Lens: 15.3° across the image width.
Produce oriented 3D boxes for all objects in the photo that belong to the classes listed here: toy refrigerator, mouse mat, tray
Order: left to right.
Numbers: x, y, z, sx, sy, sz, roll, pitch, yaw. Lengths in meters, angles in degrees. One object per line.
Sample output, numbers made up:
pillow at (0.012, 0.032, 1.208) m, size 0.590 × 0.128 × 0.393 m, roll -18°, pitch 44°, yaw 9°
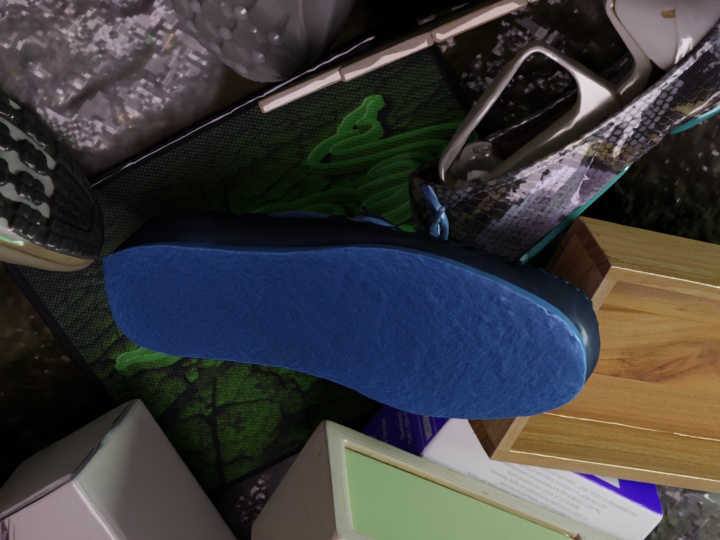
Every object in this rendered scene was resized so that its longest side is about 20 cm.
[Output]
mouse mat at (-0.028, 0.002, 1.095) m, size 0.199 × 0.008 × 0.161 m, roll -27°, pitch 120°, yaw 11°
toy refrigerator at (0.061, 0.136, 1.069) m, size 0.199 × 0.076 × 0.070 m, roll 24°, pitch 118°, yaw -19°
tray at (0.148, 0.041, 1.083) m, size 0.199 × 0.037 × 0.099 m, roll 11°, pitch 123°, yaw -32°

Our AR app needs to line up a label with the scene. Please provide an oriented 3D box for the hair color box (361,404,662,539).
hair color box at (0.025, 0.133, 1.146) m, size 0.109 × 0.065 × 0.200 m, roll 28°, pitch 115°, yaw -22°

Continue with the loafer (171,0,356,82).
loafer at (-0.017, -0.125, 0.942) m, size 0.070 × 0.070 × 0.200 m, roll 39°, pitch 157°, yaw -4°

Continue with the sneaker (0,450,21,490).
sneaker at (-0.153, 0.168, 1.151) m, size 0.087 × 0.076 × 0.201 m, roll -15°, pitch 122°, yaw 12°

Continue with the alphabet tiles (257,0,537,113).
alphabet tiles at (0.060, -0.099, 0.950) m, size 0.199 × 0.166 × 0.006 m, roll -23°, pitch 95°, yaw 6°

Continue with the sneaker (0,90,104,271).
sneaker at (-0.198, -0.032, 1.032) m, size 0.199 × 0.077 × 0.089 m, roll 18°, pitch 132°, yaw -9°

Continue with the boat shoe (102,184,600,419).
boat shoe at (0.000, 0.000, 1.015) m, size 0.199 × 0.069 × 0.085 m, roll 15°, pitch 121°, yaw 20°

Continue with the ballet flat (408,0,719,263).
ballet flat at (0.099, -0.071, 1.026) m, size 0.200 × 0.072 × 0.072 m, roll -36°, pitch 118°, yaw 13°

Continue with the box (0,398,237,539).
box at (-0.072, 0.160, 1.086) m, size 0.068 × 0.082 × 0.200 m, roll -30°, pitch 100°, yaw 24°
